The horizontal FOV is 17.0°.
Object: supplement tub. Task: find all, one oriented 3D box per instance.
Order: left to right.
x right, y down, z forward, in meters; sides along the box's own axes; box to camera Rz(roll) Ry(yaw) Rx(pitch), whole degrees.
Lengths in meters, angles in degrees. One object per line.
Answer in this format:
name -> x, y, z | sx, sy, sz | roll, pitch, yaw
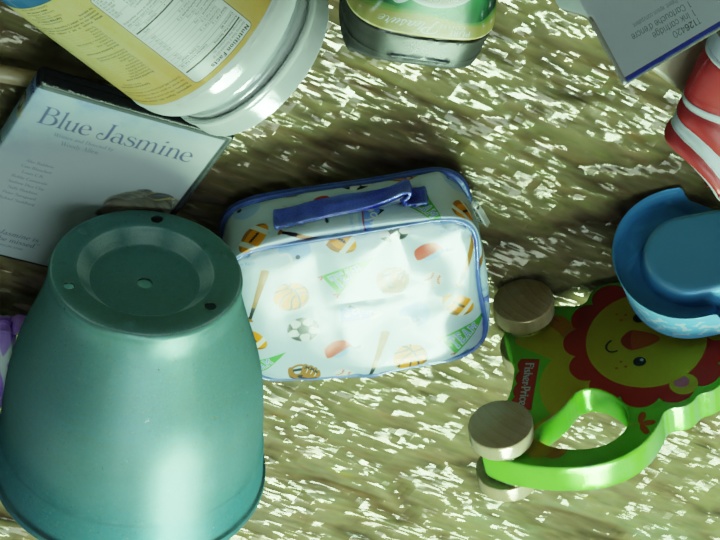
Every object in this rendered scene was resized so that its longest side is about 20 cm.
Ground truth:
supplement tub -> -0.129, -0.187, 1.495 | 0.144, 0.145, 0.200 | -36, 130, 23

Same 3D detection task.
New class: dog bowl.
dog bowl -> 0.284, -0.009, 1.778 | 0.198, 0.112, 0.050 | -10, 149, -1

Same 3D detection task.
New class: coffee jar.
coffee jar -> 0.051, -0.223, 1.536 | 0.103, 0.086, 0.201 | 6, 131, -14

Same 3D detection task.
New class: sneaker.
sneaker -> 0.294, -0.089, 1.580 | 0.199, 0.071, 0.113 | 17, 125, -17

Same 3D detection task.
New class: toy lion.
toy lion -> 0.188, 0.080, 1.787 | 0.190, 0.201, 0.069 | 1, 135, 14

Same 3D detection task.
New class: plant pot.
plant pot -> -0.157, 0.069, 1.685 | 0.198, 0.201, 0.189 | 0, 129, -11

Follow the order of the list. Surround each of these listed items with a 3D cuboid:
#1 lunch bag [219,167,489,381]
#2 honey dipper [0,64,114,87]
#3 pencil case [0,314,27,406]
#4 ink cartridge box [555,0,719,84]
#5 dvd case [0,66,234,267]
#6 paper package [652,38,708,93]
lunch bag -> 0.000, 0.000, 1.753 | 0.198, 0.076, 0.161 | -10, 133, 0
honey dipper -> -0.197, -0.122, 1.621 | 0.198, 0.038, 0.038 | 8, 132, -17
pencil case -> -0.344, 0.050, 1.732 | 0.199, 0.084, 0.086 | 14, 110, -25
ink cartridge box -> 0.184, -0.244, 1.453 | 0.197, 0.047, 0.201 | -30, 99, -14
dvd case -> -0.190, -0.061, 1.665 | 0.142, 0.018, 0.200 | 15, 142, -23
paper package -> 0.299, -0.191, 1.604 | 0.190, 0.104, 0.200 | 31, 121, -34
